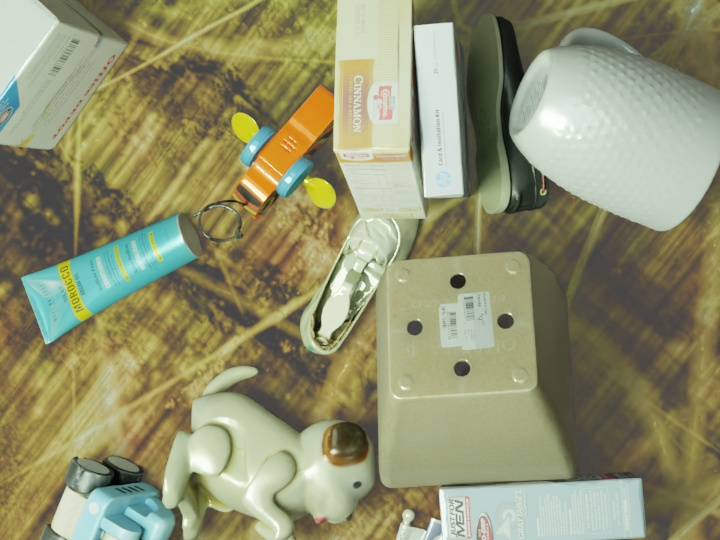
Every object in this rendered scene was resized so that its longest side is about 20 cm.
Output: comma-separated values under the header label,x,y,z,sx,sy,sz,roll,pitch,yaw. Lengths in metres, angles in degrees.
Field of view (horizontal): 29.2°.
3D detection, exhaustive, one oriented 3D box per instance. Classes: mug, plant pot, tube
label,x,y,z,sx,sy,sz,roll,pitch,yaw
mug,0.240,-0.156,1.338,0.173,0.202,0.148,20,139,-14
plant pot,0.102,0.082,1.324,0.197,0.177,0.202,-4,66,9
tube,-0.266,0.003,1.475,0.198,0.050,0.078,-25,76,13

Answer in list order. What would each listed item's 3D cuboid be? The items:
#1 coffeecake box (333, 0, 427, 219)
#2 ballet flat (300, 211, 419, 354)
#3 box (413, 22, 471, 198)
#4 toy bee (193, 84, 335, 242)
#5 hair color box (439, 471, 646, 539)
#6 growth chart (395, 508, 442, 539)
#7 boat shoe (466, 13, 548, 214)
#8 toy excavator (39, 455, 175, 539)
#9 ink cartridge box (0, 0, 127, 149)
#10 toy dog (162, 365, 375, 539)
label,x,y,z,sx,sy,sz,roll,pitch,yaw
coffeecake box,0.024,-0.153,1.329,0.072,0.200,0.156,0,74,7
ballet flat,0.000,0.000,1.425,0.069,0.069,0.202,29,96,5
box,0.082,-0.148,1.339,0.041,0.200,0.158,-3,93,6
toy bee,-0.099,-0.103,1.427,0.198,0.109,0.132,-27,80,-17
hair color box,0.179,0.239,1.386,0.197,0.099,0.062,-4,84,4
growth chart,0.121,0.320,1.448,0.197,0.018,0.147,12,93,6
boat shoe,0.150,-0.159,1.401,0.062,0.074,0.204,-4,85,-20
toy excavator,-0.230,0.276,1.394,0.198,0.194,0.101,25,94,20
ink cartridge box,-0.359,-0.226,1.396,0.144,0.200,0.148,40,97,6
toy dog,-0.082,0.202,1.424,0.197,0.140,0.196,6,52,8
